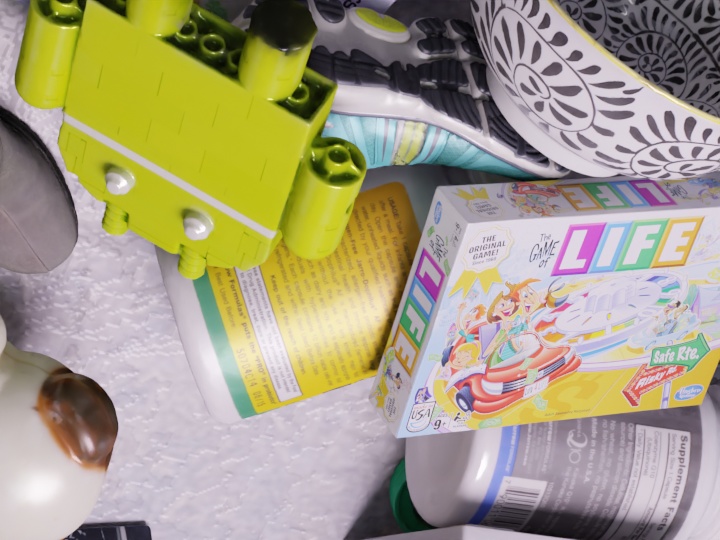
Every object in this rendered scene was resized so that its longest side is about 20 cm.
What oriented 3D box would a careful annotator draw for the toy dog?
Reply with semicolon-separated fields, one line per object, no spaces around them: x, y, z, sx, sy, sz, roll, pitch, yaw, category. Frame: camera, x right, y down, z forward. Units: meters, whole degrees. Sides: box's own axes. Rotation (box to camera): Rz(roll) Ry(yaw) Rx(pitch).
-0.221;0.070;1.233;0.199;0.194;0.140;21;107;-19;toy dog

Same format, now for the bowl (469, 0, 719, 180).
0.121;-0.109;1.171;0.200;0.201;0.094;20;128;-27;bowl

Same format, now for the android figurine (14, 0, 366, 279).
-0.083;-0.069;1.153;0.181;0.041;0.200;31;142;4;android figurine

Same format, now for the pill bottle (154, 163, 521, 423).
0.000;0.000;1.279;0.199;0.113;0.113;-18;129;-1;pill bottle

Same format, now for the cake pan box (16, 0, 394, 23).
-0.058;-0.179;1.170;0.184;0.052;0.200;31;114;-34;cake pan box

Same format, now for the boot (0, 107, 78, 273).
-0.200;-0.042;1.184;0.067;0.131;0.200;-26;128;7;boot

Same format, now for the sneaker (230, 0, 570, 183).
0.015;-0.083;1.201;0.199;0.078;0.080;14;138;-22;sneaker

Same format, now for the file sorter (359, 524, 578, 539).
0.082;0.221;1.390;0.138;0.125;0.200;9;168;-18;file sorter

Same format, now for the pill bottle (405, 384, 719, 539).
0.136;0.104;1.391;0.199;0.114;0.114;9;124;-21;pill bottle

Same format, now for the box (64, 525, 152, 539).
-0.207;0.257;1.366;0.199;0.197;0.125;-1;126;-13;box

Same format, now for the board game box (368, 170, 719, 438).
0.112;0.016;1.246;0.199;0.034;0.135;-4;127;-30;board game box

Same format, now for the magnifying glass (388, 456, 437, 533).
0.115;0.133;1.469;0.199;0.022;0.080;2;125;-13;magnifying glass

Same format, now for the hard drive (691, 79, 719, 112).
0.277;-0.046;1.224;0.132;0.027;0.200;-41;86;2;hard drive

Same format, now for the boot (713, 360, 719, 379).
0.266;-0.013;1.333;0.197;0.074;0.163;-2;148;-20;boot
